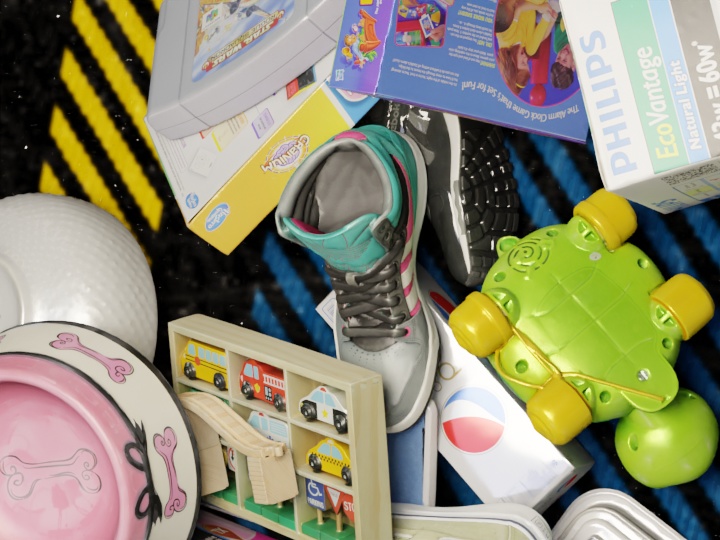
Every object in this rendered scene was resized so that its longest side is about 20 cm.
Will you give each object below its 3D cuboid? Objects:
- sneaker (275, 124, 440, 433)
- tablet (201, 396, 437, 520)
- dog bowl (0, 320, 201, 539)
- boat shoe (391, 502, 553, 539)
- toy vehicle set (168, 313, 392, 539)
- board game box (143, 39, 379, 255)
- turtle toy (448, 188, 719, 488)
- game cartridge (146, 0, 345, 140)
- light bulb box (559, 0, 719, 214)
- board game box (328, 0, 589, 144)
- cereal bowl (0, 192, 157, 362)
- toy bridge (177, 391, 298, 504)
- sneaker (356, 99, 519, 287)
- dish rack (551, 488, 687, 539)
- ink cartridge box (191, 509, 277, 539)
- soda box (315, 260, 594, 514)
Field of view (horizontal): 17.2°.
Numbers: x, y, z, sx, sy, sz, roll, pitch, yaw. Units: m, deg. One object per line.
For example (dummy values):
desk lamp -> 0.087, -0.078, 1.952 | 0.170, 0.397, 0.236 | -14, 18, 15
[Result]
sneaker -> 0.000, 0.000, 1.508 | 0.083, 0.121, 0.201 | -7, 80, 23
tablet -> -0.035, 0.123, 1.611 | 0.199, 0.014, 0.131 | 14, 113, 31
dog bowl -> -0.209, 0.137, 1.564 | 0.199, 0.074, 0.201 | 5, 103, 22
boat shoe -> 0.031, 0.188, 1.539 | 0.199, 0.062, 0.072 | -16, 97, 38
toy vehicle set -> -0.055, 0.109, 1.560 | 0.200, 0.026, 0.125 | 15, 115, 49
board game box -> -0.053, -0.127, 1.598 | 0.200, 0.040, 0.153 | -45, 34, 13
turtle toy -> 0.155, 0.055, 1.538 | 0.146, 0.101, 0.200 | -38, 77, -12
game cartridge -> -0.065, -0.173, 1.586 | 0.200, 0.042, 0.133 | -31, 35, 31
light bulb box -> 0.249, -0.125, 1.461 | 0.199, 0.198, 0.125 | -16, 82, 16
board game box -> 0.078, -0.164, 1.519 | 0.045, 0.200, 0.135 | 15, 94, 46
cereal bowl -> -0.243, 0.040, 1.657 | 0.199, 0.083, 0.201 | -6, 79, 34
toy bridge -> -0.108, 0.116, 1.586 | 0.200, 0.027, 0.068 | -2, 100, 54
sneaker -> 0.046, -0.083, 1.606 | 0.087, 0.076, 0.201 | -15, 81, 32
dish rack -> 0.161, 0.265, 1.566 | 0.171, 0.044, 0.200 | 37, 101, 15
ink cartridge box -> -0.106, 0.196, 1.628 | 0.199, 0.095, 0.037 | 22, 100, 17
soda box -> 0.063, 0.076, 1.588 | 0.064, 0.068, 0.200 | -44, 77, 13
